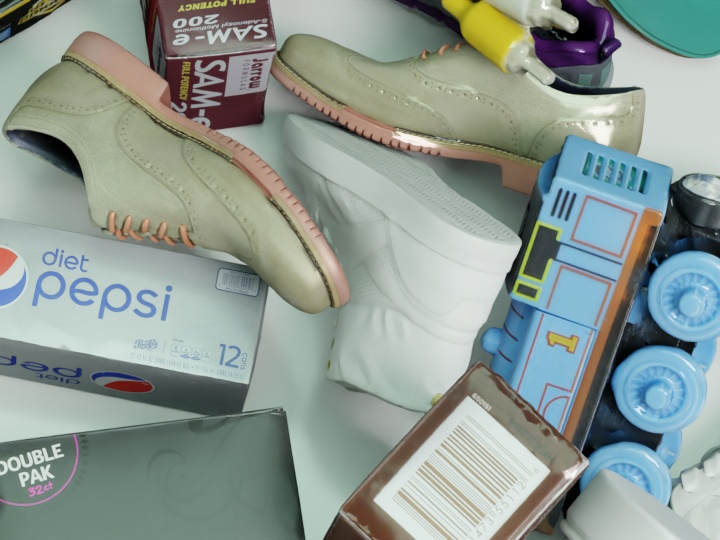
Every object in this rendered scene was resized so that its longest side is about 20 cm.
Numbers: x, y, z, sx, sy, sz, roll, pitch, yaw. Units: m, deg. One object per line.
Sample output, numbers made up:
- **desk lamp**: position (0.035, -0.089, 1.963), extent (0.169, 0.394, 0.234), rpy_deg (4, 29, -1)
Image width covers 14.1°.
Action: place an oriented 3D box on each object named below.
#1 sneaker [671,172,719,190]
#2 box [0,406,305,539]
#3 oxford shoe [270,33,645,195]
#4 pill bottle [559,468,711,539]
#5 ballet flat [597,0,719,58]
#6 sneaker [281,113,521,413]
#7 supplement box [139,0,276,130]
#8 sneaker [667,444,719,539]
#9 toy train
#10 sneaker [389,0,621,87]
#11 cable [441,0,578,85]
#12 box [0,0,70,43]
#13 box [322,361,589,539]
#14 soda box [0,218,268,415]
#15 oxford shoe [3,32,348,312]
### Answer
- **sneaker**: position (0.199, -0.016, 1.494), extent (0.199, 0.067, 0.091), rpy_deg (-8, 51, 9)
- **box**: position (-0.096, 0.182, 1.378), extent (0.148, 0.124, 0.201), rpy_deg (-6, 72, -8)
- **oxford shoe**: position (0.052, -0.094, 1.498), extent (0.199, 0.071, 0.074), rpy_deg (18, 106, 4)
- **pill bottle**: position (0.091, 0.199, 1.341), extent (0.114, 0.114, 0.200), rpy_deg (36, 94, 6)
- **ballet flat**: position (0.123, -0.186, 1.544), extent (0.200, 0.072, 0.068), rpy_deg (31, 106, -27)
- **sneaker**: position (0.000, 0.000, 1.454), extent (0.073, 0.200, 0.116), rpy_deg (11, 107, -29)
- **supplement box**: position (-0.089, -0.184, 1.507), extent (0.061, 0.109, 0.201), rpy_deg (-8, 72, -8)
- **sneaker**: position (0.195, 0.113, 1.460), extent (0.080, 0.077, 0.201), rpy_deg (26, 71, -4)
- **toy train**: position (0.117, 0.036, 1.427), extent (0.114, 0.087, 0.201), rpy_deg (20, 114, 4)
- **sneaker**: position (0.057, -0.167, 1.529), extent (0.200, 0.088, 0.075), rpy_deg (36, 72, 5)
- **cable**: position (0.039, -0.164, 1.475), extent (0.199, 0.050, 0.097), rpy_deg (23, 87, 29)
- **box**: position (-0.254, -0.196, 1.523), extent (0.159, 0.049, 0.200), rpy_deg (-32, 78, -17)
- **box**: position (0.033, 0.125, 1.373), extent (0.075, 0.200, 0.100), rpy_deg (43, 73, 5)
- **soda box**: position (-0.149, 0.019, 1.454), extent (0.199, 0.068, 0.064), rpy_deg (11, 71, -3)
- **oxford shoe**: position (-0.090, -0.032, 1.416), extent (0.200, 0.071, 0.074), rpy_deg (38, 70, 27)
